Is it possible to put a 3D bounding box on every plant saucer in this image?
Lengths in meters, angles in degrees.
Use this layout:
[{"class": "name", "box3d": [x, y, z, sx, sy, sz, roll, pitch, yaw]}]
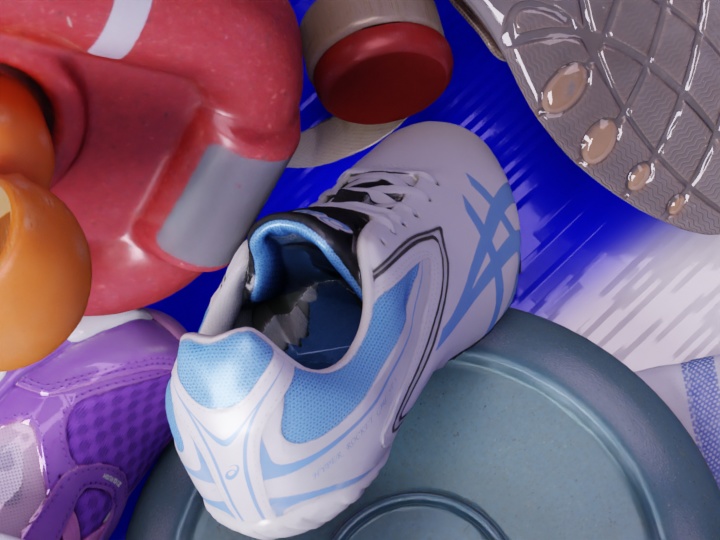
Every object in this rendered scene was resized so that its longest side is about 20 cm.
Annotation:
[{"class": "plant saucer", "box3d": [0.018, 0.102, 0.789, 0.198, 0.027, 0.202, -2, 74, 8]}]

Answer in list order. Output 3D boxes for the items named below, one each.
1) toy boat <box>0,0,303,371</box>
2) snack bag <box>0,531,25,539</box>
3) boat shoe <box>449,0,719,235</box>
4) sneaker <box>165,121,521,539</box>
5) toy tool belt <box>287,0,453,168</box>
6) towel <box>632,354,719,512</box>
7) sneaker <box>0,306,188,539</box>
[{"class": "toy boat", "box3d": [-0.107, -0.028, 0.695, 0.199, 0.131, 0.131, 11, 39, -28]}, {"class": "snack bag", "box3d": [-0.081, 0.183, 0.686, 0.188, 0.021, 0.201, 16, 84, 33]}, {"class": "boat shoe", "box3d": [0.065, -0.097, 0.829, 0.076, 0.072, 0.200, -39, 98, 10]}, {"class": "sneaker", "box3d": [0.000, 0.000, 0.766, 0.071, 0.200, 0.073, 2, 120, 20]}, {"class": "toy tool belt", "box3d": [-0.074, -0.110, 0.819, 0.198, 0.125, 0.124, -1, 58, -21]}, {"class": "towel", "box3d": [0.042, 0.115, 0.807, 0.198, 0.024, 0.148, -13, 75, 2]}, {"class": "sneaker", "box3d": [-0.114, 0.100, 0.786, 0.200, 0.081, 0.088, -45, 56, -1]}]
